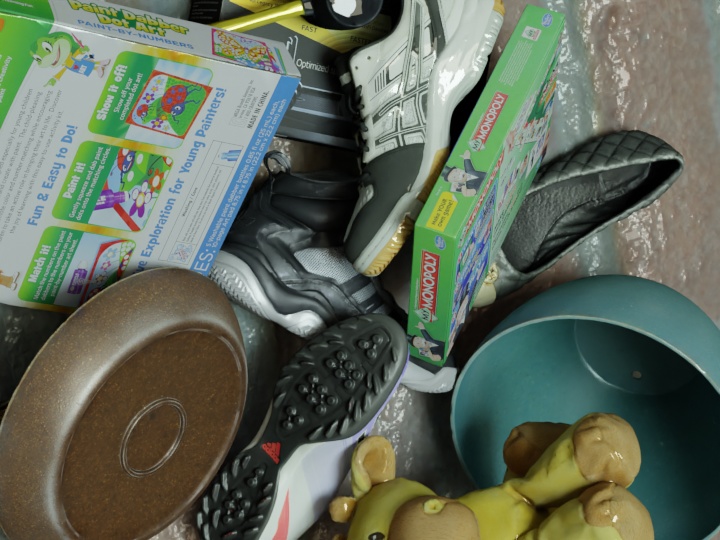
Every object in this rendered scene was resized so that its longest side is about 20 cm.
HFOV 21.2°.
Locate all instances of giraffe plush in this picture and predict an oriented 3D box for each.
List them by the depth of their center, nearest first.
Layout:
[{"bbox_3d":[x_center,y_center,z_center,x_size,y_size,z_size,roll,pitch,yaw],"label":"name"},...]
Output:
[{"bbox_3d":[0.066,0.171,1.204,0.162,0.200,0.173,10,60,-24],"label":"giraffe plush"}]

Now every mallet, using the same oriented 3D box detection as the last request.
[{"bbox_3d":[-0.087,-0.145,1.159,0.200,0.066,0.041,-17,103,-9],"label":"mallet"}]

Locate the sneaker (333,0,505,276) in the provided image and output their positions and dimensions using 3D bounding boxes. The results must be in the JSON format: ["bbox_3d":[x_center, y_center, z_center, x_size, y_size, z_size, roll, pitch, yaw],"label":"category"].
[{"bbox_3d":[0.016,-0.096,1.199,0.088,0.076,0.200,22,76,-7],"label":"sneaker"}]

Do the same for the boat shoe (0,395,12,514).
[{"bbox_3d":[-0.225,0.125,1.160,0.200,0.068,0.072,-20,106,-24],"label":"boat shoe"}]

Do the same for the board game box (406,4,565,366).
[{"bbox_3d":[0.080,-0.055,1.232,0.135,0.029,0.200,91,22,-52],"label":"board game box"}]

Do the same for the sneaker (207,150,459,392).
[{"bbox_3d":[0.000,0.000,1.256,0.200,0.075,0.114,28,86,-25],"label":"sneaker"}]

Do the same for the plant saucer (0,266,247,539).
[{"bbox_3d":[-0.136,0.095,1.169,0.200,0.034,0.200,-32,137,-35],"label":"plant saucer"}]

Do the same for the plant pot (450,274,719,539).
[{"bbox_3d":[0.177,0.081,1.316,0.200,0.200,0.135,63,33,-20],"label":"plant pot"}]

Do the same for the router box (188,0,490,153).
[{"bbox_3d":[-0.010,-0.157,1.242,0.200,0.052,0.157,10,92,-28],"label":"router box"}]

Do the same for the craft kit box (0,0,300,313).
[{"bbox_3d":[-0.163,-0.062,1.127,0.197,0.049,0.200,8,125,-31],"label":"craft kit box"}]

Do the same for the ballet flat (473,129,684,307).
[{"bbox_3d":[0.138,-0.040,1.335,0.200,0.057,0.066,-35,111,-19],"label":"ballet flat"}]

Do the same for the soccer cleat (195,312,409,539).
[{"bbox_3d":[-0.027,0.107,1.232,0.073,0.068,0.200,7,123,-55],"label":"soccer cleat"}]
